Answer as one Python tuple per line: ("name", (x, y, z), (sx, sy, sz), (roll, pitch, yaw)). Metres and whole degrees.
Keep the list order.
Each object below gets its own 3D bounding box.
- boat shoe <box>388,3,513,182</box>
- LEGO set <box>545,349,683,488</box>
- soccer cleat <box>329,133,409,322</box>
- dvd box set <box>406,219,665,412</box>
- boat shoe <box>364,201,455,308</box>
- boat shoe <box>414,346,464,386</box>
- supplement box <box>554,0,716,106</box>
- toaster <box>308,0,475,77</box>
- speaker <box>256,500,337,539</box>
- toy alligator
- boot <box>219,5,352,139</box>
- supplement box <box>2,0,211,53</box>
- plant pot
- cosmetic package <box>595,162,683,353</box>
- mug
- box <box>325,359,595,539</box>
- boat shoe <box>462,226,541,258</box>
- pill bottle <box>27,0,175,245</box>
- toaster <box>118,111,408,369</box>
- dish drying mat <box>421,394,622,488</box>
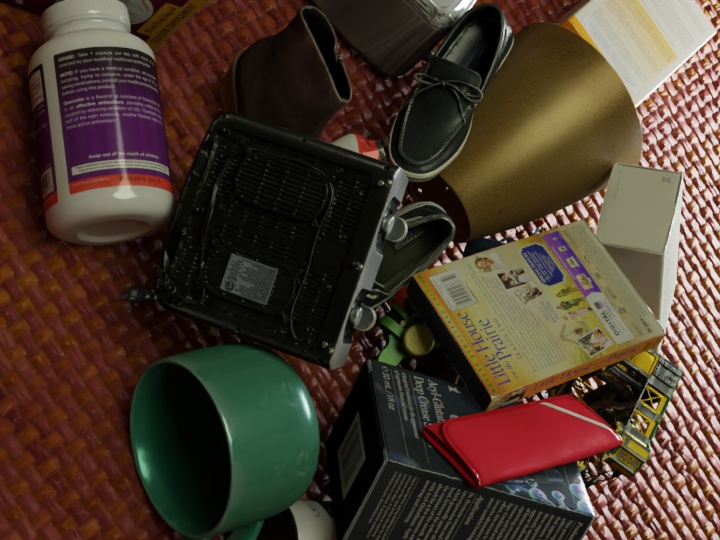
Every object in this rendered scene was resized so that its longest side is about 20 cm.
("boat shoe", (0.086, -0.175, 1.525), (0.074, 0.062, 0.200), (27, 72, 14))
("LEGO set", (0.209, 0.131, 1.538), (0.116, 0.200, 0.154), (34, 72, -6))
("soccer cleat", (0.005, -0.032, 1.533), (0.085, 0.069, 0.201), (-16, 103, 3))
("dvd box set", (0.162, 0.038, 1.462), (0.199, 0.029, 0.147), (-18, 59, -27))
("boat shoe", (0.000, 0.000, 1.463), (0.200, 0.071, 0.072), (-39, 99, -6))
("boat shoe", (0.087, 0.104, 1.541), (0.200, 0.070, 0.070), (-60, 146, -29))
("supplement box", (0.300, -0.264, 1.804), (0.200, 0.073, 0.126), (-40, 97, -37))
("toaster", (0.026, -0.301, 1.597), (0.200, 0.129, 0.114), (47, 53, -11))
("speaker", (0.007, 0.247, 1.421), (0.199, 0.081, 0.082), (7, 70, -32))
("toy alligator", (0.084, 0.034, 1.504), (0.200, 0.059, 0.054), (-29, 91, -11))
("boot", (-0.061, -0.122, 1.450), (0.072, 0.166, 0.201), (-13, 81, -36))
("supplement box", (-0.239, -0.290, 1.412), (0.199, 0.131, 0.104), (17, 65, -28))
("plant pot", (0.149, -0.122, 1.603), (0.200, 0.186, 0.187), (-36, 95, -23))
("cosmetic package", (0.284, -0.008, 1.627), (0.073, 0.200, 0.104), (10, 58, 16))
("mug", (-0.112, 0.148, 1.347), (0.114, 0.185, 0.152), (-13, 57, -39))
("box", (0.083, 0.184, 1.392), (0.199, 0.107, 0.149), (17, 28, -17))
("boat shoe", (0.169, -0.001, 1.617), (0.200, 0.084, 0.069), (30, 66, -50))
("pill bottle", (-0.226, -0.129, 1.375), (0.112, 0.112, 0.201), (0, 74, -34))
("toaster", (-0.072, -0.025, 1.356), (0.199, 0.119, 0.181), (19, 89, 12))
("dish drying mat", (0.144, 0.144, 1.377), (0.200, 0.018, 0.077), (-6, 41, -46))
